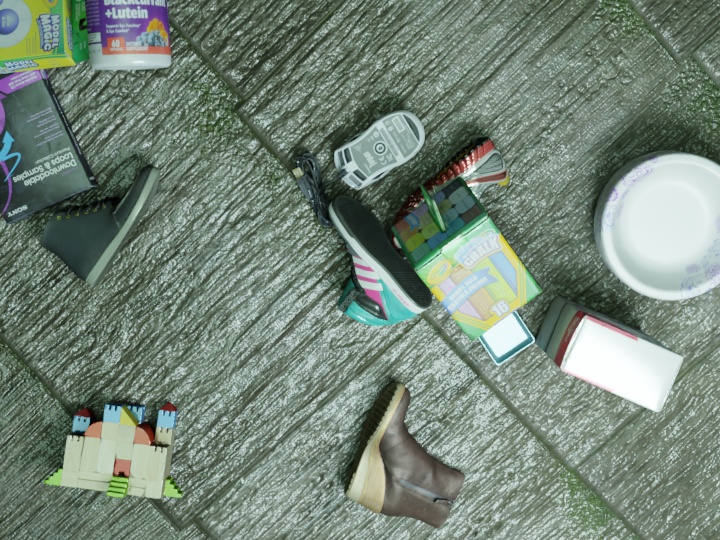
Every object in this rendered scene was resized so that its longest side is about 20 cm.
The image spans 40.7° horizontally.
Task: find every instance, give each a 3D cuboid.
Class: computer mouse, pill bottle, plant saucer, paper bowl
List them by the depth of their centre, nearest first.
[{"bbox_3d":[-0.319,-0.377,1.319,0.110,0.111,0.202,-2,100,2],"label":"pill bottle"},{"bbox_3d":[0.425,-0.066,1.352,0.199,0.104,0.202,0,101,2],"label":"paper bowl"},{"bbox_3d":[0.004,-0.155,1.384,0.199,0.044,0.110,-30,93,12],"label":"computer mouse"},{"bbox_3d":[0.173,0.040,1.422,0.070,0.019,0.201,-34,98,7],"label":"plant saucer"}]

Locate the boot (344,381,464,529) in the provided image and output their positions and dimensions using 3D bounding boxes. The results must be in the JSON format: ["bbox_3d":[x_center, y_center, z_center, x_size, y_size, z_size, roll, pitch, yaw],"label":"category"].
[{"bbox_3d":[0.081,0.278,1.453,0.165,0.072,0.201,19,99,-14],"label":"boot"}]

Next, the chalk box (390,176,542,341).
[{"bbox_3d":[0.130,-0.029,1.306,0.124,0.125,0.200,-37,121,8],"label":"chalk box"}]

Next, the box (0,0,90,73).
[{"bbox_3d":[-0.473,-0.337,1.347,0.198,0.048,0.118,-6,79,1],"label":"box"}]

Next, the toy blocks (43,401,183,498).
[{"bbox_3d":[-0.358,0.258,1.449,0.198,0.100,0.138,7,88,0],"label":"toy blocks"}]

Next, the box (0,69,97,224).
[{"bbox_3d":[-0.485,-0.185,1.396,0.142,0.036,0.201,-23,99,5],"label":"box"}]

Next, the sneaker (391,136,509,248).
[{"bbox_3d":[0.126,-0.096,1.371,0.200,0.078,0.082,-39,101,10],"label":"sneaker"}]

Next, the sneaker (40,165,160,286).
[{"bbox_3d":[-0.374,-0.084,1.389,0.106,0.075,0.201,34,100,-6],"label":"sneaker"}]

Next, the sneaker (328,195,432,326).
[{"bbox_3d":[0.000,0.000,1.380,0.121,0.084,0.200,-39,88,37],"label":"sneaker"}]

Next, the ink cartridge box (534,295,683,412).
[{"bbox_3d":[0.334,0.109,1.337,0.146,0.200,0.083,23,96,-2],"label":"ink cartridge box"}]
